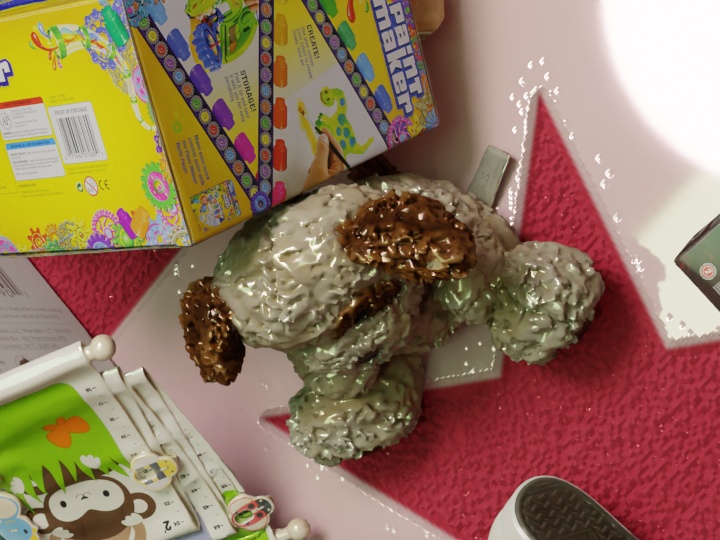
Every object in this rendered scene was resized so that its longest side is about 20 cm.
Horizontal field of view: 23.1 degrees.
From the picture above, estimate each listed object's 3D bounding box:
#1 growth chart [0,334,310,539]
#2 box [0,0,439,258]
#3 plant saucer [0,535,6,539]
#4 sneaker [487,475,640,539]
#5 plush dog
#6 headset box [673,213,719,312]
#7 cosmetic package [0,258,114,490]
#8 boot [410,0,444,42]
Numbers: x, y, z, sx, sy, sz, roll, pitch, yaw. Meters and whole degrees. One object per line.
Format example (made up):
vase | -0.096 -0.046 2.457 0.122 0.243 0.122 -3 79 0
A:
growth chart | -0.140 0.117 0.963 0.144 0.200 0.018 -31 34 15
box | -0.103 -0.096 0.917 0.199 0.192 0.123 -2 108 42
plant saucer | -0.148 0.224 1.052 0.199 0.027 0.201 -1 86 22
sneaker | 0.144 0.195 0.893 0.200 0.073 0.085 44 139 17
plush dog | 0.000 0.000 0.906 0.199 0.172 0.161 -30 74 25
headset box | 0.268 -0.020 0.797 0.200 0.077 0.149 -43 86 22
cosmetic package | -0.283 0.090 1.063 0.165 0.165 0.200 47 110 21
boot | 0.032 -0.227 0.963 0.174 0.066 0.201 -5 85 41
